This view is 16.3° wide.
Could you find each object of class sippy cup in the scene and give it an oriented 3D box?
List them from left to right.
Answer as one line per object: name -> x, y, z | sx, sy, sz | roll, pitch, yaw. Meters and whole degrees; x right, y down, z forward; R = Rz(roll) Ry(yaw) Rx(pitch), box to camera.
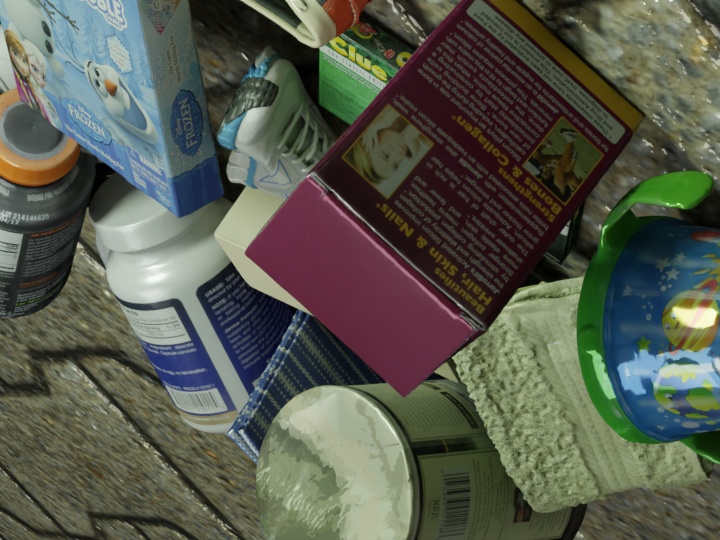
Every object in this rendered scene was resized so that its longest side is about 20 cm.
sippy cup -> 0.215, 0.034, 1.451 | 0.130, 0.141, 0.177 | -2, 158, 44

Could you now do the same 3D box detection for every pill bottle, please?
pill bottle -> -0.254, -0.055, 1.863 | 0.106, 0.106, 0.200 | 38, 148, 7
pill bottle -> -0.123, 0.015, 1.899 | 0.115, 0.116, 0.201 | 16, 140, 46

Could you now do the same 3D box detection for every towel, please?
towel -> -0.016, 0.100, 1.847 | 0.024, 0.201, 0.145 | -21, 119, 40
towel -> 0.145, 0.082, 1.657 | 0.147, 0.037, 0.201 | -14, 130, 17

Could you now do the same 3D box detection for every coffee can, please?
coffee can -> 0.045, 0.149, 1.764 | 0.146, 0.148, 0.199 | 21, -166, 40

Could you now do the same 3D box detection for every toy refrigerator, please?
toy refrigerator -> 0.000, 0.000, 1.786 | 0.199, 0.070, 0.076 | 23, 161, 32

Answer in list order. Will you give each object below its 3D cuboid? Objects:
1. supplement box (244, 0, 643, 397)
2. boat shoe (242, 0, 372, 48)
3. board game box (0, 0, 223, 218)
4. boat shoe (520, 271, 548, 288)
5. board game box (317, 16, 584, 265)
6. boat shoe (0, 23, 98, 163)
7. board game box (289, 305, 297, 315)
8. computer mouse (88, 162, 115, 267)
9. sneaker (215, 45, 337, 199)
supplement box -> 0.050, -0.049, 1.437 | 0.131, 0.200, 0.103 | 43, 144, -2
boat shoe -> -0.078, -0.200, 1.564 | 0.199, 0.063, 0.071 | 30, 157, 28
board game box -> -0.177, -0.162, 1.663 | 0.200, 0.043, 0.200 | 35, 144, 41
boat shoe -> 0.075, 0.012, 1.666 | 0.200, 0.076, 0.060 | 40, -172, -8
board game box -> 0.057, -0.087, 1.603 | 0.199, 0.023, 0.105 | 35, 159, 14
boat shoe -> -0.252, -0.132, 1.913 | 0.200, 0.066, 0.074 | 72, 180, -59
board game box -> -0.053, 0.058, 2.033 | 0.136, 0.028, 0.199 | 52, 155, -24
computer mouse -> -0.175, -0.029, 2.007 | 0.109, 0.044, 0.200 | -1, 156, 0
sneaker -> -0.043, -0.089, 1.693 | 0.086, 0.075, 0.200 | 30, 172, 8
